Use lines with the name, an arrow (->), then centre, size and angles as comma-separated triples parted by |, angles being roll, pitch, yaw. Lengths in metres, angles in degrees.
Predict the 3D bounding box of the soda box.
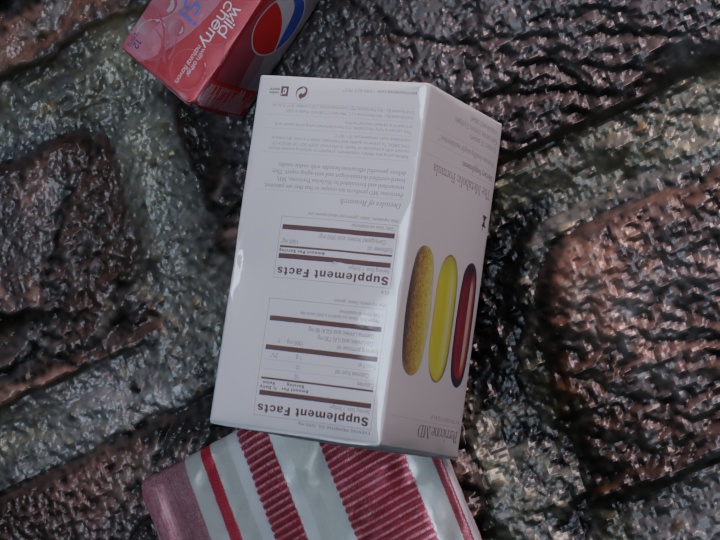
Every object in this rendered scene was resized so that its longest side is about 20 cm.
soda box -> -0.057, -0.194, 1.211 | 0.070, 0.063, 0.200 | 40, 104, 22

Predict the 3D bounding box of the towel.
towel -> -0.030, 0.153, 1.204 | 0.200, 0.023, 0.144 | -29, 73, 21

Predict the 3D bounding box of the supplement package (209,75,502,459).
supplement package -> 0.000, 0.000, 1.136 | 0.109, 0.114, 0.201 | 5, 85, 27
